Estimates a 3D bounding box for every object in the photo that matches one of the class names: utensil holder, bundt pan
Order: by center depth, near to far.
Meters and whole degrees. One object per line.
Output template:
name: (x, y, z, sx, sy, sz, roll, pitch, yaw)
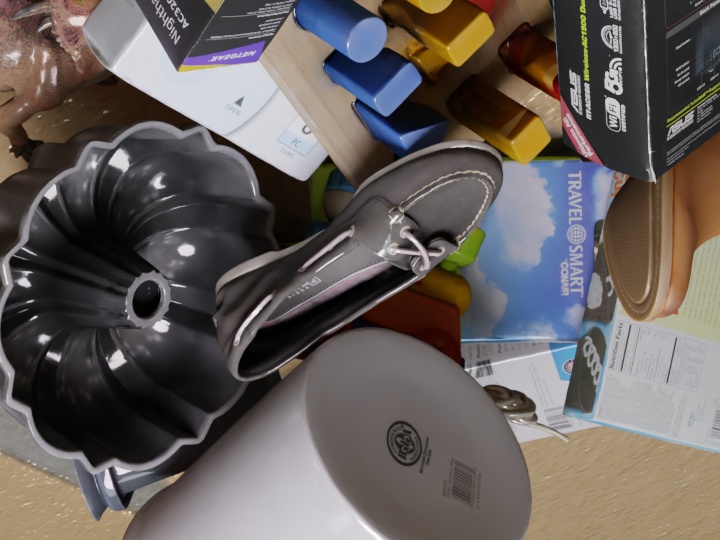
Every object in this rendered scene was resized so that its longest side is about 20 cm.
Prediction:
bundt pan: (-0.143, 0.009, 1.001, 0.076, 0.202, 0.202, 16, 161, 42)
utensil holder: (-0.023, 0.150, 1.030, 0.170, 0.170, 0.200, 19, 134, -28)

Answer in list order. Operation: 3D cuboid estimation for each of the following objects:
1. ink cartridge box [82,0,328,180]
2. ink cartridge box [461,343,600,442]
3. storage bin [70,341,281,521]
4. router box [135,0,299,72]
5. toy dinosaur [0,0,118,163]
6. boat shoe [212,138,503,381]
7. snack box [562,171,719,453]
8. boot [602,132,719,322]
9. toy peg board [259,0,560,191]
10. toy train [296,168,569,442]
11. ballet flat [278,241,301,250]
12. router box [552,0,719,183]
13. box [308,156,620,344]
ink cartridge box: (-0.025, -0.157, 0.927, 0.200, 0.047, 0.160, -48, 139, 12)
ink cartridge box: (0.088, 0.076, 1.311, 0.200, 0.067, 0.116, -12, 143, 10)
storage bin: (-0.130, 0.042, 1.137, 0.134, 0.200, 0.146, -16, -173, 1)
router box: (-0.077, -0.217, 0.802, 0.052, 0.200, 0.157, -14, 154, -41)
toy dinosaur: (-0.201, -0.135, 0.992, 0.200, 0.086, 0.136, 5, 143, -5)
boat shoe: (0.000, 0.000, 0.955, 0.200, 0.057, 0.067, -31, 139, 31)
snack box: (0.205, 0.008, 1.136, 0.116, 0.200, 0.037, 16, 174, -28)
boot: (0.230, -0.044, 1.054, 0.155, 0.200, 0.074, 17, 150, -14)
toy peg board: (0.065, -0.131, 0.929, 0.199, 0.098, 0.200, -46, 138, -7)
toy train: (0.052, 0.021, 1.101, 0.200, 0.116, 0.085, 20, 167, -8)
ballet flat: (-0.027, 0.012, 1.221, 0.200, 0.067, 0.067, -10, 156, 6)
router box: (0.182, -0.159, 0.896, 0.200, 0.062, 0.150, -35, 135, -30)
box: (0.067, -0.012, 1.153, 0.200, 0.122, 0.048, -2, -175, -3)
